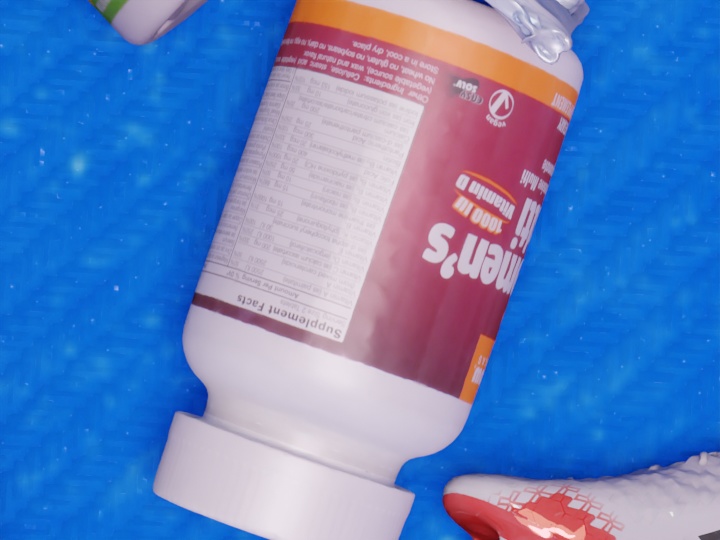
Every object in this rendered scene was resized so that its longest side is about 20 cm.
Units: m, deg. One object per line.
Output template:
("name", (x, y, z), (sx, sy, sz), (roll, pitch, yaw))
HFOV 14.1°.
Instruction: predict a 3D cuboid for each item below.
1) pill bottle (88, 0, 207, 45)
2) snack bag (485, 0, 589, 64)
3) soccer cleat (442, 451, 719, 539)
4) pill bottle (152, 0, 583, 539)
("pill bottle", (-0.107, -0.189, 1.048), (0.111, 0.111, 0.200), (-42, 92, -4))
("snack bag", (0.013, -0.153, 1.016), (0.021, 0.200, 0.189), (-43, 92, 11))
("soccer cleat", (0.129, 0.094, 1.087), (0.199, 0.069, 0.085), (16, 79, -7))
("pill bottle", (0.000, 0.000, 1.053), (0.109, 0.110, 0.201), (19, 88, -3))
